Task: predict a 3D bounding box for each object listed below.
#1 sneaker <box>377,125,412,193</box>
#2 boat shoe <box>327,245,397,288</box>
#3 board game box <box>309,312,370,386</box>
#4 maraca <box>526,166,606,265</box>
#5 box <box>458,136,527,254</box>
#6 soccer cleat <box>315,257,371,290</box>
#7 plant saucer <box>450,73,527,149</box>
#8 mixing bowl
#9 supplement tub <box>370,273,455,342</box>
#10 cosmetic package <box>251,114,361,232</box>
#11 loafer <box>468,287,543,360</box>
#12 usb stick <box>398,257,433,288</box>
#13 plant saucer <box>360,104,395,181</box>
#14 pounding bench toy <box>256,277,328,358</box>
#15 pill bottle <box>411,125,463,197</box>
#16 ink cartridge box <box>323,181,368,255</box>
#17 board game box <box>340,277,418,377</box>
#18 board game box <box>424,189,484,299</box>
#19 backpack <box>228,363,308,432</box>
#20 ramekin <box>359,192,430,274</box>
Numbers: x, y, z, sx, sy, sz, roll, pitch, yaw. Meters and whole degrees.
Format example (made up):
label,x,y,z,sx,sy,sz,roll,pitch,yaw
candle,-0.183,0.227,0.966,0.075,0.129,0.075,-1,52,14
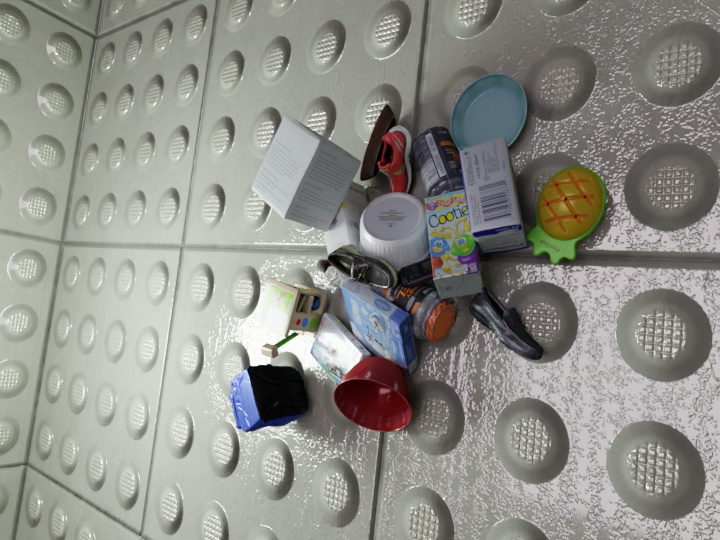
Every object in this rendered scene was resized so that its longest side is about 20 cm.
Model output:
label,x,y,z,sx,sy,sz,roll,pitch,yaw
sneaker,0.080,-0.268,1.360,0.077,0.083,0.205,40,148,39
boat shoe,0.000,-0.001,1.271,0.197,0.065,0.074,27,126,37
board game box,-0.059,0.222,1.430,0.199,0.034,0.130,40,114,44
maraca,0.425,-0.115,1.109,0.135,0.105,0.206,30,100,35
box,0.288,-0.151,1.153,0.101,0.199,0.192,-11,75,20
soccer cleat,-0.049,0.029,1.453,0.198,0.085,0.072,36,103,35
plant saucer,0.310,-0.366,1.285,0.194,0.035,0.209,-7,78,36
mixing bowl,0.040,0.284,1.299,0.195,0.202,0.110,-17,34,32
supplement tub,0.125,0.082,1.291,0.197,0.121,0.126,30,99,35
cosmetic package,-0.135,-0.238,1.336,0.165,0.165,0.205,38,105,37
loafer,0.321,0.115,1.170,0.200,0.067,0.072,44,116,37
usb stick,0.185,-0.011,1.255,0.193,0.033,0.057,-19,59,-6
plant saucer,0.050,-0.327,1.397,0.033,0.200,0.207,21,96,4
pounding bench toy,-0.194,0.144,1.498,0.121,0.154,0.208,18,92,35
pill bottle,0.200,-0.237,1.302,0.104,0.105,0.207,-28,67,28
ink cartridge box,-0.034,-0.133,1.435,0.082,0.143,0.208,-24,68,30
board game box,0.047,0.140,1.306,0.043,0.204,0.196,-38,48,-24
board game box,0.209,-0.058,1.188,0.099,0.105,0.207,-11,62,15
backpack,-0.254,0.351,1.483,0.166,0.196,0.168,-33,66,37
ramekin,0.085,-0.100,1.309,0.194,0.096,0.208,-7,51,8
